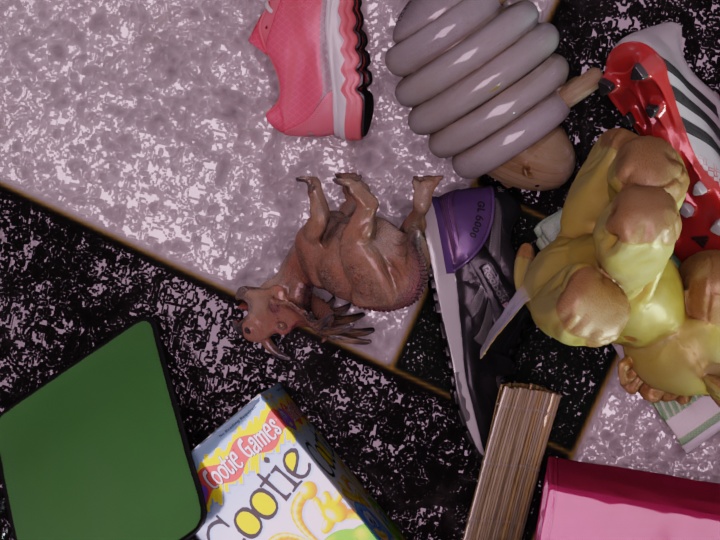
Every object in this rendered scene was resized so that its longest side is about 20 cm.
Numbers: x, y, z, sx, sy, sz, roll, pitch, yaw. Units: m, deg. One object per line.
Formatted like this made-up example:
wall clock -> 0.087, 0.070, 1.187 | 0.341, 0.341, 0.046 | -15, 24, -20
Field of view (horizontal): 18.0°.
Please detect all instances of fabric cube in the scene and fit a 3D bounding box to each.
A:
fabric cube -> 0.210, 0.250, 1.577 | 0.198, 0.196, 0.201 | 10, 92, 4

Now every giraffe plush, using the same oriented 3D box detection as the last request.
giraffe plush -> 0.201, 0.023, 1.556 | 0.162, 0.173, 0.200 | 29, 126, -12

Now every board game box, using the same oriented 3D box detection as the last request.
board game box -> -0.040, 0.193, 1.645 | 0.103, 0.105, 0.200 | -40, 88, 6

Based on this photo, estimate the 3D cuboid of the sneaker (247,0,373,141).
sneaker -> -0.042, -0.192, 1.652 | 0.086, 0.074, 0.202 | -5, 91, 7

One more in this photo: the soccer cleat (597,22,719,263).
soccer cleat -> 0.236, -0.081, 1.613 | 0.068, 0.085, 0.201 | -15, 108, 46

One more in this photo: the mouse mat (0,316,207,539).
mouse mat -> -0.191, 0.144, 1.637 | 0.161, 0.008, 0.201 | -33, 50, 16

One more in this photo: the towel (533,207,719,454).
towel -> 0.240, 0.011, 1.655 | 0.152, 0.023, 0.201 | -34, 86, 5

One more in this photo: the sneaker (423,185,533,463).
sneaker -> 0.099, 0.038, 1.646 | 0.087, 0.076, 0.201 | -11, 90, 0

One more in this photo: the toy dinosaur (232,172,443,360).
toy dinosaur -> 0.000, 0.000, 1.620 | 0.085, 0.199, 0.137 | -4, 95, -39

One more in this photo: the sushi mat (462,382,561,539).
sushi mat -> 0.100, 0.179, 1.639 | 0.012, 0.096, 0.201 | 16, 94, 32

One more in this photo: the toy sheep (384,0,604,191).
toy sheep -> 0.086, -0.143, 1.614 | 0.138, 0.138, 0.200 | -35, 92, 5
